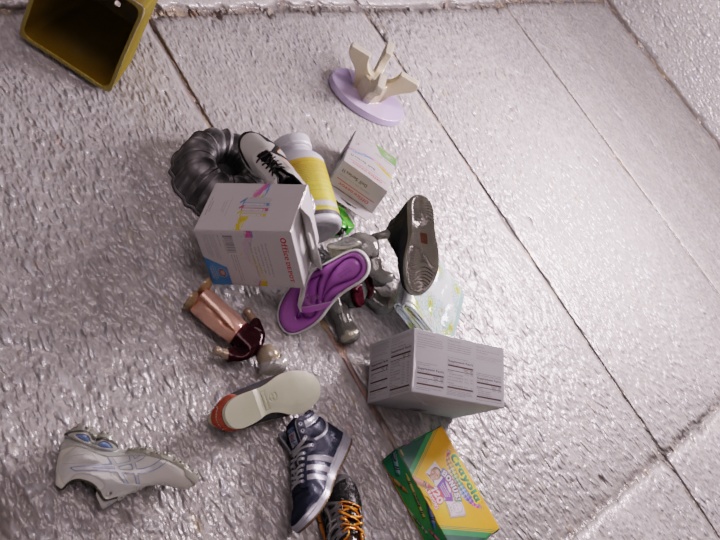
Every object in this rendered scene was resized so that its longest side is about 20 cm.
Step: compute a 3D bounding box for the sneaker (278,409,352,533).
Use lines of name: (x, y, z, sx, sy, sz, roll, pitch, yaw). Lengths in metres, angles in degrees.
sneaker: (-0.091, 0.307, 1.267, 0.108, 0.070, 0.201, 42, 37, -8)

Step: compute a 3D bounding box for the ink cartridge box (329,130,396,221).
ink cartridge box: (0.004, -0.200, 1.691, 0.116, 0.068, 0.201, 33, 32, -11)

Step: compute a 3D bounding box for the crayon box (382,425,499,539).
crayon box: (0.137, 0.384, 1.382, 0.117, 0.058, 0.202, -15, 68, -41)

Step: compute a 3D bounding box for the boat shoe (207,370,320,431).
boat shoe: (-0.152, 0.212, 1.302, 0.198, 0.062, 0.073, -15, 85, -42)

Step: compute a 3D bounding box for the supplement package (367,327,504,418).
supplement package: (0.134, 0.188, 1.443, 0.197, 0.155, 0.113, 14, 68, -27)

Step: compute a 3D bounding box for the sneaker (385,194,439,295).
sneaker: (0.094, -0.032, 1.535, 0.074, 0.106, 0.204, 17, 61, -21)

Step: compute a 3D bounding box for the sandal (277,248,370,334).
sandal: (-0.072, 0.032, 1.408, 0.083, 0.202, 0.050, 50, 9, 6)

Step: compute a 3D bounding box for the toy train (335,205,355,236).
toy train: (-0.077, -0.154, 1.649, 0.056, 0.042, 0.202, -13, 66, -51)

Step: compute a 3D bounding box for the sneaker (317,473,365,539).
sneaker: (-0.021, 0.406, 1.240, 0.077, 0.077, 0.203, 18, 48, -21)

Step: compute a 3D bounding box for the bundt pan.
bundt pan: (-0.255, -0.187, 1.520, 0.199, 0.076, 0.205, 19, 50, -24)

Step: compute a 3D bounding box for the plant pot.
plant pot: (-0.483, -0.503, 1.517, 0.192, 0.196, 0.202, 31, 37, -11)

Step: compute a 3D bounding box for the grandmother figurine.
grandmother figurine: (-0.204, 0.105, 1.349, 0.199, 0.061, 0.122, 39, 53, -1)

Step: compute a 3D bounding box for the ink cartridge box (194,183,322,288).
ink cartridge box: (-0.161, -0.061, 1.386, 0.195, 0.130, 0.127, 2, 45, 12)

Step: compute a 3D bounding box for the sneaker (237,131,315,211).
sneaker: (-0.151, -0.182, 1.461, 0.073, 0.080, 0.200, -40, 79, -10)

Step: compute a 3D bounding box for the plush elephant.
plush elephant: (0.000, 0.000, 1.501, 0.163, 0.155, 0.202, -24, 74, -44)

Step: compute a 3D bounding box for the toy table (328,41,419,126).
toy table: (0.036, -0.441, 1.890, 0.197, 0.117, 0.187, 18, 49, -22)

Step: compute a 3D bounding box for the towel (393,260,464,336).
towel: (0.139, 0.055, 1.592, 0.172, 0.047, 0.202, 53, 36, -31)

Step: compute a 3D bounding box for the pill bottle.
pill bottle: (-0.112, -0.160, 1.562, 0.110, 0.112, 0.204, -2, 65, -36)

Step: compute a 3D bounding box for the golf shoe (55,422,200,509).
golf shoe: (-0.327, 0.289, 1.127, 0.197, 0.078, 0.099, 21, 65, -14)
